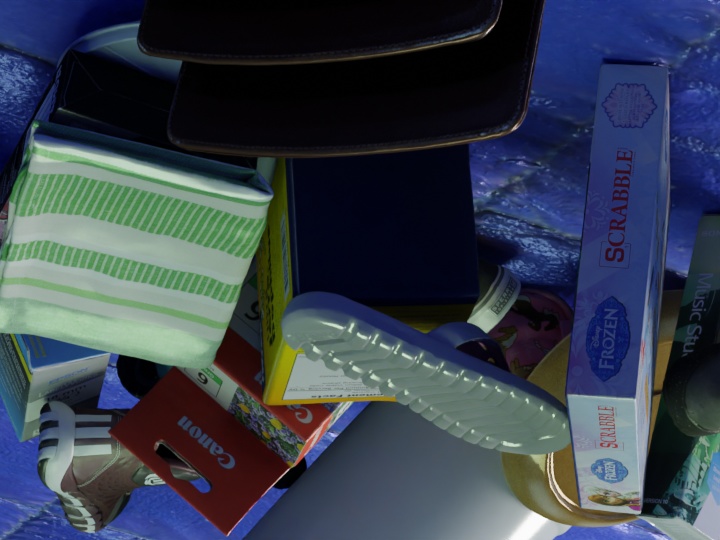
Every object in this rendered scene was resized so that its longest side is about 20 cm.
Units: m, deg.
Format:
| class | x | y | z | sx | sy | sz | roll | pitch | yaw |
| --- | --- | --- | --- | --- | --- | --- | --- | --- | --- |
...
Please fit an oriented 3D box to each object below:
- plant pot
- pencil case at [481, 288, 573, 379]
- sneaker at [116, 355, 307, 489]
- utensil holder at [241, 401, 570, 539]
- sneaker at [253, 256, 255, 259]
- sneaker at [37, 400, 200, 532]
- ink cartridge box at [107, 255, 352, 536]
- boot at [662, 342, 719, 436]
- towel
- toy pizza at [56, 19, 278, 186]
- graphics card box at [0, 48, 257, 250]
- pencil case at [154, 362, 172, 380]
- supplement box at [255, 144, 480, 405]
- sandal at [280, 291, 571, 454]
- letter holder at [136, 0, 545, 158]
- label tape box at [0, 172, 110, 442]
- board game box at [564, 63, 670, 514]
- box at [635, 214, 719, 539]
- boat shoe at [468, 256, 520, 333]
| class | x | y | z | sx | sy | sz | roll | pitch | yaw |
| --- | --- | --- | --- | --- | --- | --- | --- | --- | --- |
| plant pot | 0.191 | 0.102 | 1.676 | 0.199 | 0.028 | 0.201 | -15 | 130 | -18 |
| pencil case | 0.122 | 0.084 | 1.768 | 0.086 | 0.083 | 0.200 | 43 | 167 | 20 |
| sneaker | -0.111 | 0.102 | 1.823 | 0.200 | 0.076 | 0.091 | 41 | 169 | 46 |
| utensil holder | 0.028 | 0.189 | 1.760 | 0.170 | 0.200 | 0.170 | 42 | 169 | 10 |
| sneaker | -0.040 | 0.052 | 1.764 | 0.070 | 0.078 | 0.200 | 4 | 158 | 16 |
| sneaker | -0.149 | 0.137 | 1.706 | 0.115 | 0.076 | 0.200 | -2 | 167 | 5 |
| ink cartridge box | -0.059 | 0.063 | 1.600 | 0.109 | 0.200 | 0.050 | 40 | 151 | 7 |
| boot | 0.285 | 0.044 | 1.451 | 0.131 | 0.200 | 0.068 | -9 | 110 | 61 |
| towel | -0.141 | -0.009 | 1.464 | 0.152 | 0.023 | 0.200 | 12 | 143 | -10 |
| toy pizza | -0.081 | -0.105 | 1.465 | 0.199 | 0.032 | 0.200 | 9 | 157 | 4 |
| graphics card box | -0.152 | -0.041 | 1.483 | 0.125 | 0.051 | 0.200 | 19 | 141 | -17 |
| pencil case | -0.122 | 0.029 | 1.672 | 0.092 | 0.085 | 0.200 | -27 | 134 | -6 |
| supplement box | 0.000 | 0.000 | 1.497 | 0.108 | 0.110 | 0.200 | 0 | 159 | -9 |
| sandal | 0.048 | 0.050 | 1.411 | 0.202 | 0.050 | 0.082 | 28 | 152 | -30 |
| letter holder | -0.019 | -0.138 | 1.204 | 0.199 | 0.143 | 0.101 | -1 | 156 | 26 |
| label tape box | -0.223 | 0.015 | 1.659 | 0.063 | 0.145 | 0.200 | -19 | 164 | -16 |
| board game box | 0.151 | 0.015 | 1.423 | 0.041 | 0.200 | 0.200 | 5 | 157 | 9 |
| box | 0.240 | 0.084 | 1.550 | 0.036 | 0.201 | 0.144 | -1 | 156 | 37 |
| boat shoe | 0.040 | 0.027 | 1.701 | 0.057 | 0.069 | 0.200 | 37 | 150 | -13 |
